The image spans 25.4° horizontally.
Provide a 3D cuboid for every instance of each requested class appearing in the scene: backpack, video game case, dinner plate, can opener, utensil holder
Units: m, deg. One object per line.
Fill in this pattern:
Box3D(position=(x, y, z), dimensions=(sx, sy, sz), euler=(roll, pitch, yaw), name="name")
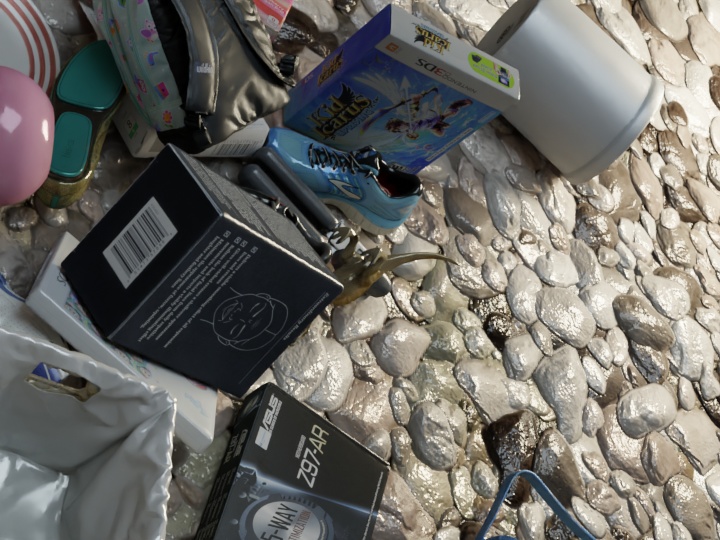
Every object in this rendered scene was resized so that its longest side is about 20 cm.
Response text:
Box3D(position=(-0.168, -0.224, 1.535), dimensions=(0.167, 0.126, 0.202), euler=(-38, 110, -46), name="backpack")
Box3D(position=(0.043, -0.189, 1.749), dimensions=(0.180, 0.200, 0.046), euler=(22, 53, -30), name="video game case")
Box3D(position=(-0.206, 0.061, 1.428), dimensions=(0.200, 0.024, 0.182), euler=(43, 10, -14), name="video game case")
Box3D(position=(-0.378, -0.214, 1.515), dimensions=(0.199, 0.024, 0.202), euler=(23, 50, -31), name="dinner plate")
Box3D(position=(-0.040, -0.048, 1.673), dimensions=(0.200, 0.067, 0.053), euler=(47, 62, -19), name="can opener")
Box3D(position=(0.249, -0.236, 1.997), dimensions=(0.200, 0.170, 0.171), euler=(40, 44, -11), name="utensil holder")

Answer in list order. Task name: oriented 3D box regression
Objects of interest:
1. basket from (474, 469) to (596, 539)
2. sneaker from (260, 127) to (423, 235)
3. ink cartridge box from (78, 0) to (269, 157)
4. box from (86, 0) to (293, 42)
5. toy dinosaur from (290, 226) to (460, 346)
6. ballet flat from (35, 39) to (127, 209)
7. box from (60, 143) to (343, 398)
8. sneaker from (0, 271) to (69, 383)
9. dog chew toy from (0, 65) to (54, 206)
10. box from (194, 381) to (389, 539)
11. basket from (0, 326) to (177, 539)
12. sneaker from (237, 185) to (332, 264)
Box3D(position=(0.172, 0.325, 1.587), dimensions=(0.176, 0.139, 0.201), euler=(43, 53, -11), name="basket")
Box3D(position=(-0.018, -0.114, 1.728), dimensions=(0.199, 0.090, 0.079), euler=(21, 52, -27), name="sneaker")
Box3D(position=(-0.204, -0.203, 1.664), dimensions=(0.160, 0.050, 0.201), euler=(-4, 51, -43), name="ink cartridge box")
Box3D(position=(-0.178, -0.290, 1.659), dimensions=(0.199, 0.095, 0.103), euler=(31, 37, -11), name="box")
Box3D(position=(0.000, 0.000, 1.624), dimensions=(0.199, 0.101, 0.058), euler=(-28, 60, -9), name="toy dinosaur")
Box3D(position=(-0.271, -0.138, 1.534), dimensions=(0.070, 0.071, 0.201), euler=(32, 44, -23), name="ballet flat")
Box3D(position=(-0.138, 0.005, 1.430), dimensions=(0.107, 0.149, 0.200), euler=(50, 11, 36), name="box")
Box3D(position=(-0.343, 0.043, 1.352), dimensions=(0.200, 0.081, 0.115), euler=(51, 46, 6), name="sneaker")
Box3D(position=(-0.371, -0.122, 1.393), dimensions=(0.198, 0.125, 0.126), euler=(5, 59, -20), name="dog chew toy")
Box3D(position=(-0.064, 0.228, 1.505), dimensions=(0.160, 0.043, 0.201), euler=(37, 45, -19), name="box")
Box3D(position=(-0.270, 0.180, 1.261), dimensions=(0.197, 0.161, 0.202), euler=(24, 50, -30), name="basket")
Box3D(position=(-0.109, -0.059, 1.617), dimensions=(0.199, 0.082, 0.078), euler=(35, 46, -21), name="sneaker")
